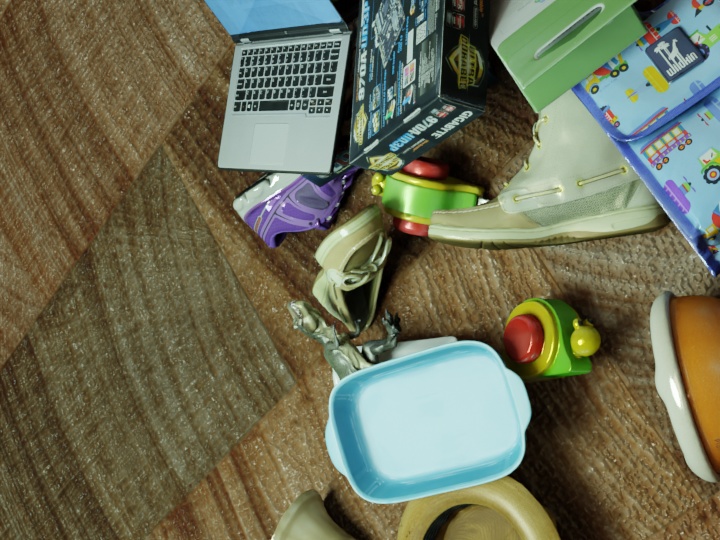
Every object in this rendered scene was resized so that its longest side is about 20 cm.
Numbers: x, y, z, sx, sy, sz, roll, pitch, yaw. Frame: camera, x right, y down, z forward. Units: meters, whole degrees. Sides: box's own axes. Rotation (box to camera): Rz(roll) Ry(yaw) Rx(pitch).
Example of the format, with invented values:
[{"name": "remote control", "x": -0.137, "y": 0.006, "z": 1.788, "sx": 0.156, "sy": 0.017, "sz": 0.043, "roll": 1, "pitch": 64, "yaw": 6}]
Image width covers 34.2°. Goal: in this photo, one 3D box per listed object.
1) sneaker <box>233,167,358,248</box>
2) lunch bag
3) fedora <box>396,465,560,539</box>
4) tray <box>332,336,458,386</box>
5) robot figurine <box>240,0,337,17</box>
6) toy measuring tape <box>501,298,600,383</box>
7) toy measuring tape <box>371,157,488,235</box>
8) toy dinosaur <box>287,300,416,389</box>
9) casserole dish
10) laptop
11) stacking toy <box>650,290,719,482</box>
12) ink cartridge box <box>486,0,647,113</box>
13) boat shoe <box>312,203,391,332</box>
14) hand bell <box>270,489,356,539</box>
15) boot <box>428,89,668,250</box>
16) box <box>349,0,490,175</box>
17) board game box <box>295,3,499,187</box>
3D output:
[{"name": "sneaker", "x": -0.038, "y": -0.087, "z": 1.177, "sx": 0.199, "sy": 0.081, "sz": 0.084, "roll": -29, "pitch": 102, "yaw": 37}, {"name": "lunch bag", "x": 0.262, "y": -0.127, "z": 0.877, "sx": 0.150, "sy": 0.094, "sz": 0.201, "roll": -38, "pitch": 60, "yaw": 12}, {"name": "fedora", "x": 0.123, "y": 0.266, "z": 1.063, "sx": 0.199, "sy": 0.081, "sz": 0.204, "roll": 10, "pitch": 104, "yaw": 41}, {"name": "tray", "x": 0.031, "y": 0.125, "z": 1.138, "sx": 0.199, "sy": 0.022, "sz": 0.109, "roll": -11, "pitch": 87, "yaw": 52}, {"name": "robot figurine", "x": -0.067, "y": -0.319, "z": 1.130, "sx": 0.176, "sy": 0.115, "sz": 0.202, "roll": 45, "pitch": 122, "yaw": 34}, {"name": "toy measuring tape", "x": 0.138, "y": 0.065, "z": 1.043, "sx": 0.199, "sy": 0.073, "sz": 0.075, "roll": -18, "pitch": 84, "yaw": 54}, {"name": "toy measuring tape", "x": 0.083, "y": -0.058, "z": 1.055, "sx": 0.198, "sy": 0.073, "sz": 0.075, "roll": 22, "pitch": 109, "yaw": 37}, {"name": "toy dinosaur", "x": 0.013, "y": 0.096, "z": 1.098, "sx": 0.088, "sy": 0.047, "sz": 0.201, "roll": -38, "pitch": 83, "yaw": 31}, {"name": "casserole dish", "x": 0.062, "y": 0.131, "z": 1.026, "sx": 0.198, "sy": 0.039, "sz": 0.123, "roll": -19, "pitch": 87, "yaw": 27}, {"name": "laptop", "x": -0.107, "y": -0.199, "z": 1.062, "sx": 0.186, "sy": 0.115, "sz": 0.204, "roll": 8, "pitch": 89, "yaw": 51}, {"name": "stacking toy", "x": 0.324, "y": 0.066, "z": 0.862, "sx": 0.197, "sy": 0.146, "sz": 0.149, "roll": -17, "pitch": 85, "yaw": 21}, {"name": "ink cartridge box", "x": 0.153, "y": -0.190, "z": 0.905, "sx": 0.103, "sy": 0.059, "sz": 0.201, "roll": -35, "pitch": 30, "yaw": 12}, {"name": "boat shoe", "x": -0.002, "y": 0.002, "z": 1.101, "sx": 0.063, "sy": 0.073, "sz": 0.201, "roll": 51, "pitch": 158, "yaw": 12}, {"name": "hand bell", "x": 0.011, "y": 0.312, "z": 1.176, "sx": 0.198, "sy": 0.104, "sz": 0.106, "roll": 24, "pitch": 111, "yaw": 24}, {"name": "boot", "x": 0.149, "y": -0.099, "z": 0.972, "sx": 0.197, "sy": 0.072, "sz": 0.158, "roll": -6, "pitch": 88, "yaw": 14}, {"name": "box", "x": 0.048, "y": -0.199, "z": 0.962, "sx": 0.159, "sy": 0.045, "sz": 0.203, "roll": -29, "pitch": 54, "yaw": 60}, {"name": "board game box", "x": 0.018, "y": -0.183, "z": 1.073, "sx": 0.198, "sy": 0.034, "sz": 0.137, "roll": -29, "pitch": 60, "yaw": 23}]
